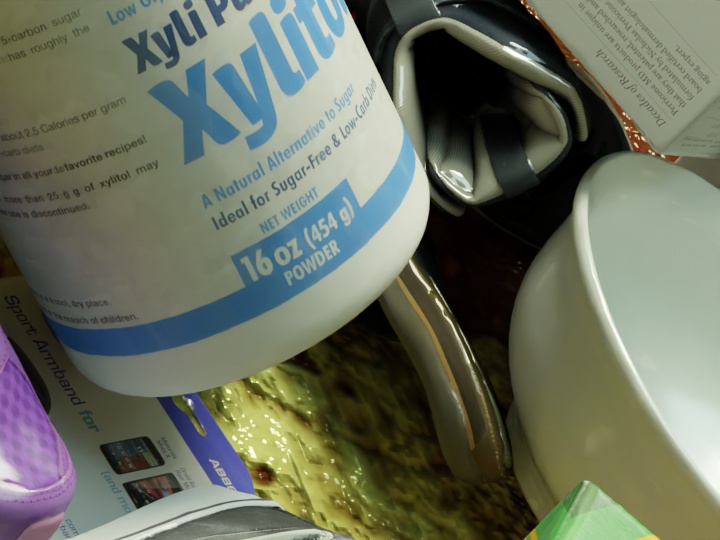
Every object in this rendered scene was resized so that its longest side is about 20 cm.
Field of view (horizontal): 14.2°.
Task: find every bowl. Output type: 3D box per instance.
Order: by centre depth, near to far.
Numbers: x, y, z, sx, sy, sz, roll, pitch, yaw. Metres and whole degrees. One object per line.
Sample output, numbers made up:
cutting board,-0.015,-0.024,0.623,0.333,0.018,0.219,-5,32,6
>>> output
bowl,0.118,0.062,1.083,0.201,0.090,0.202,38,31,-27

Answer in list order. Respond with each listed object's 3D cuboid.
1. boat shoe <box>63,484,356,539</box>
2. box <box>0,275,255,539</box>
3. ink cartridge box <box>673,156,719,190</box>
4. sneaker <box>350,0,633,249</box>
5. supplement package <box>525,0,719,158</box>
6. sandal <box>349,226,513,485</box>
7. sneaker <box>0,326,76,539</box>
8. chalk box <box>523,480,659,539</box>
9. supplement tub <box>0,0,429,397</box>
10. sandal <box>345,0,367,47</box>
boat shoe,-0.071,0.116,0.829,0.068,0.072,0.200,9,18,38
box,-0.122,0.062,0.897,0.200,0.041,0.119,-6,56,-52
ink cartridge box,0.206,-0.039,1.203,0.117,0.200,0.067,47,33,9
sneaker,0.061,-0.047,1.120,0.202,0.077,0.146,49,11,-33
supplement package,0.100,-0.151,1.097,0.200,0.111,0.156,50,13,9
sandal,0.000,0.000,1.080,0.201,0.054,0.082,66,7,26
sneaker,-0.143,-0.008,0.840,0.080,0.089,0.200,-10,57,-52
chalk box,0.051,0.183,0.858,0.124,0.124,0.200,41,32,-1
supplement tub,-0.072,-0.075,0.885,0.201,0.131,0.132,63,24,-26
sandal,-0.042,-0.121,1.150,0.200,0.045,0.075,30,52,-37
